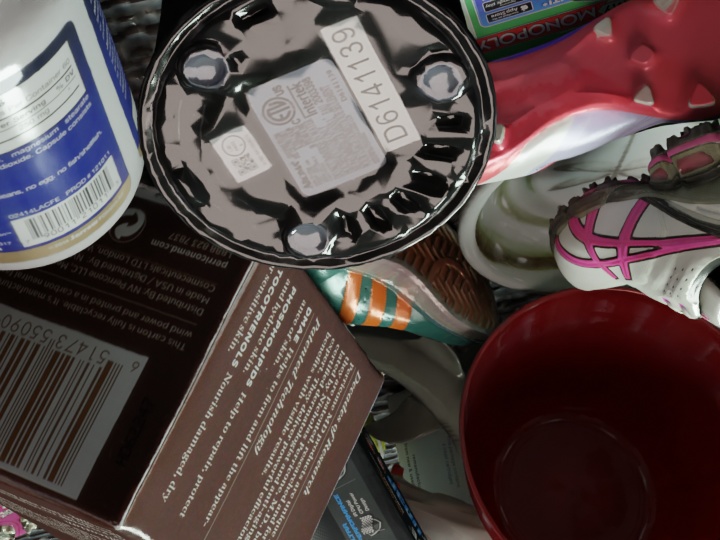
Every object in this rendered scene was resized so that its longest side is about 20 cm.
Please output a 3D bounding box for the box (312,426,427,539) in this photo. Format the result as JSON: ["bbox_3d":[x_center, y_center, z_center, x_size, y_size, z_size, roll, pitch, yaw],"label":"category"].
[{"bbox_3d":[-0.048,0.173,0.964,0.159,0.200,0.046,-27,-168,7],"label":"box"}]

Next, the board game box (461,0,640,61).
[{"bbox_3d":[0.025,-0.137,0.706,0.199,0.029,0.135,-16,151,8],"label":"board game box"}]

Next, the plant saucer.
[{"bbox_3d":[0.149,-0.055,0.869,0.199,0.050,0.200,-8,151,-5],"label":"plant saucer"}]

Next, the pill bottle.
[{"bbox_3d":[-0.162,-0.095,0.632,0.115,0.116,0.200,-10,150,-1],"label":"pill bottle"}]

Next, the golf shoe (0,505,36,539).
[{"bbox_3d":[-0.185,0.103,1.010,0.200,0.092,0.075,-22,136,0],"label":"golf shoe"}]

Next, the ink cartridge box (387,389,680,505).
[{"bbox_3d":[0.149,0.139,1.109,0.200,0.145,0.147,-24,148,22],"label":"ink cartridge box"}]

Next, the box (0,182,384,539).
[{"bbox_3d":[-0.115,0.068,0.823,0.166,0.165,0.200,17,161,25],"label":"box"}]

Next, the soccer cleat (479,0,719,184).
[{"bbox_3d":[0.115,-0.087,0.746,0.199,0.067,0.076,-17,172,6],"label":"soccer cleat"}]

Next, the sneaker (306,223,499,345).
[{"bbox_3d":[0.000,0.000,0.904,0.080,0.072,0.200,-28,140,33],"label":"sneaker"}]

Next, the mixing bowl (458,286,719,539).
[{"bbox_3d":[0.145,0.122,0.932,0.199,0.201,0.108,-3,154,-13],"label":"mixing bowl"}]

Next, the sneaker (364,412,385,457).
[{"bbox_3d":[-0.087,0.134,1.113,0.200,0.076,0.105,-24,137,9],"label":"sneaker"}]

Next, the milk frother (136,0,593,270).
[{"bbox_3d":[0.019,-0.131,0.543,0.199,0.188,0.181,-8,130,2],"label":"milk frother"}]

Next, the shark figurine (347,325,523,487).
[{"bbox_3d":[0.020,0.060,0.997,0.214,0.128,0.090,19,158,1],"label":"shark figurine"}]

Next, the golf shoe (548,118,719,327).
[{"bbox_3d":[0.156,-0.010,0.773,0.072,0.092,0.200,-11,171,-20],"label":"golf shoe"}]

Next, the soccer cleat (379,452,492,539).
[{"bbox_3d":[0.031,0.176,1.024,0.199,0.078,0.069,17,-169,18],"label":"soccer cleat"}]
